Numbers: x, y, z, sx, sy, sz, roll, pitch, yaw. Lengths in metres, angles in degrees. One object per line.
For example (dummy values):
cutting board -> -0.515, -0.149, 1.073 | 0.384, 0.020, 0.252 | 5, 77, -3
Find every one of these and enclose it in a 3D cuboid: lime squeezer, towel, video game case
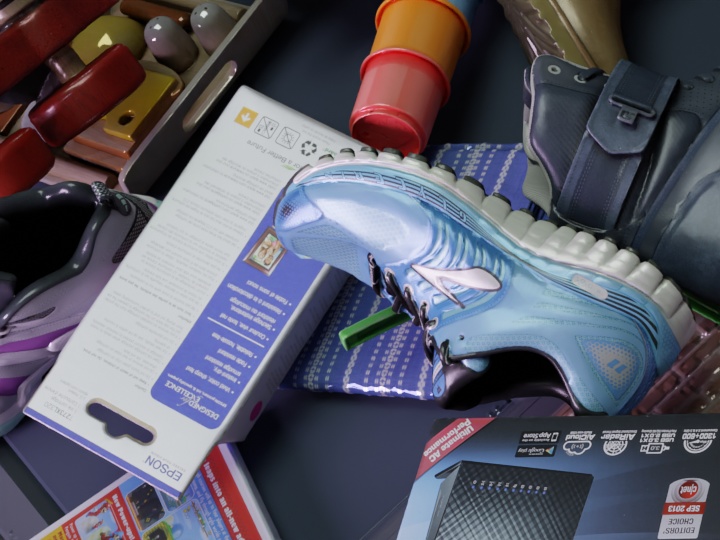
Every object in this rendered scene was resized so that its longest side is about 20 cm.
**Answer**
lime squeezer -> 0.093, 0.010, 1.203 | 0.200, 0.038, 0.071 | -1, 62, 15
towel -> 0.000, 0.000, 1.298 | 0.200, 0.024, 0.145 | 2, 57, 37
video game case -> -0.126, 0.170, 1.231 | 0.200, 0.017, 0.143 | -34, 42, 4

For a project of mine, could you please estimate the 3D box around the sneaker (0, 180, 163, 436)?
sneaker -> -0.192, 0.017, 1.307 | 0.200, 0.140, 0.078 | -39, 67, 9

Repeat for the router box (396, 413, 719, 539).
router box -> 0.104, 0.136, 1.070 | 0.200, 0.062, 0.150 | -4, 53, 32

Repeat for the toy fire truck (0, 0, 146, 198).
toy fire truck -> -0.220, -0.090, 1.389 | 0.168, 0.112, 0.200 | -23, 18, 48

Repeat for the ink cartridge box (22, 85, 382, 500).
ink cartridge box -> -0.069, 0.012, 1.272 | 0.095, 0.037, 0.200 | 27, 71, 20

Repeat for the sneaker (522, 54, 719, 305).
sneaker -> 0.154, -0.085, 1.187 | 0.146, 0.077, 0.202 | 21, 61, 18

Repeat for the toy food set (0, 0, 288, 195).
toy food set -> -0.150, -0.121, 1.475 | 0.200, 0.060, 0.144 | 19, 65, 44

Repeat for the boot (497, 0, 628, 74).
boot -> 0.161, -0.177, 1.303 | 0.200, 0.066, 0.175 | -25, 69, -6

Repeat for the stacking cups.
stacking cups -> 0.039, -0.141, 1.349 | 0.060, 0.061, 0.200 | -10, 43, 27

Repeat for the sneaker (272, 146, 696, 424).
sneaker -> 0.041, 0.012, 1.151 | 0.200, 0.078, 0.090 | 22, 74, 26
